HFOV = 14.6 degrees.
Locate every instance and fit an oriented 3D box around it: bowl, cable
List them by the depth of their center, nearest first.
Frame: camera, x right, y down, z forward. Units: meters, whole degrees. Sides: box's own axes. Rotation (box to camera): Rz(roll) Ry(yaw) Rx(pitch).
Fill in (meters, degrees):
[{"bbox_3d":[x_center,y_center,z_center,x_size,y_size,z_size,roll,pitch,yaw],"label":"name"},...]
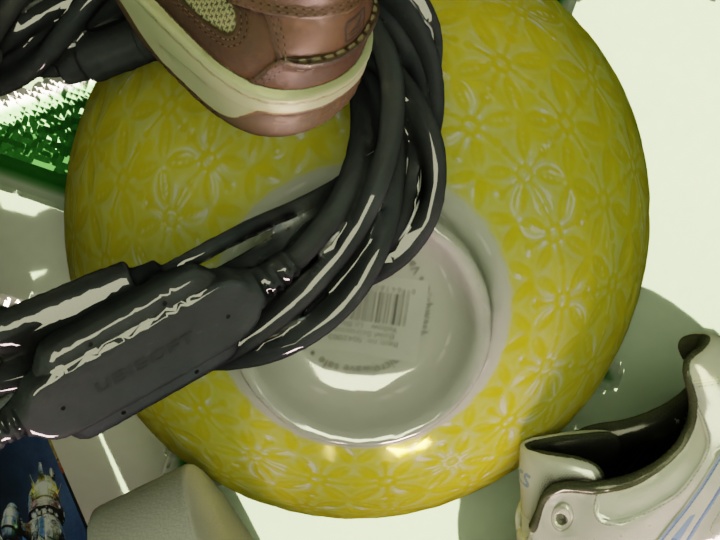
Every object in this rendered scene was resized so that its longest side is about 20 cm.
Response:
[{"bbox_3d":[-0.068,-0.033,0.831,0.199,0.163,0.051,-31,141,-9],"label":"cable"},{"bbox_3d":[0.000,0.000,0.894,0.199,0.108,0.201,0,109,-1],"label":"bowl"}]

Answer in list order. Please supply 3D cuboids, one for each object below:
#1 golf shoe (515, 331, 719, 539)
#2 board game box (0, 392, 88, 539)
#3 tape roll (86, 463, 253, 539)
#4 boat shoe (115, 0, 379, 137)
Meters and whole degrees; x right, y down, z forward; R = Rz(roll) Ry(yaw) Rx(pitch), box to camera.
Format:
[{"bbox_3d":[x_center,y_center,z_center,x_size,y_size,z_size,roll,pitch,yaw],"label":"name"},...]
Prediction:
[{"bbox_3d":[0.073,0.093,0.923,0.200,0.078,0.097,-41,111,19],"label":"golf shoe"},{"bbox_3d":[-0.139,0.098,0.906,0.035,0.135,0.201,-29,100,-44],"label":"board game box"},{"bbox_3d":[-0.027,0.158,0.882,0.037,0.203,0.204,-26,97,2],"label":"tape roll"},{"bbox_3d":[-0.070,-0.129,0.789,0.202,0.075,0.075,39,58,13],"label":"boat shoe"}]
